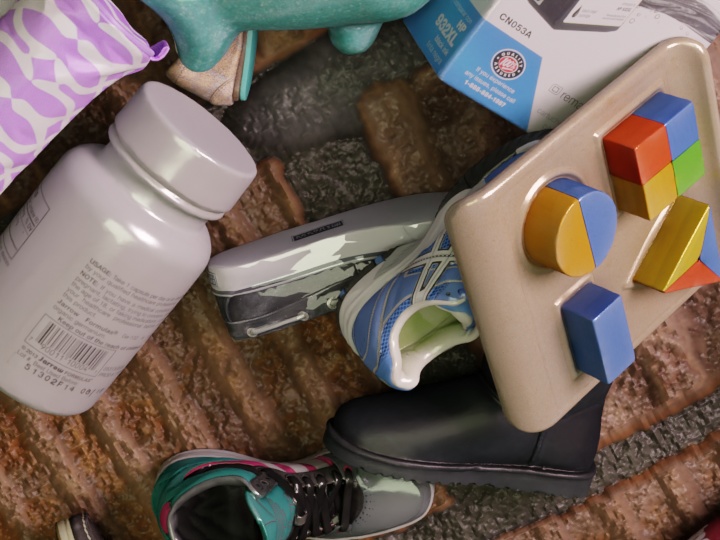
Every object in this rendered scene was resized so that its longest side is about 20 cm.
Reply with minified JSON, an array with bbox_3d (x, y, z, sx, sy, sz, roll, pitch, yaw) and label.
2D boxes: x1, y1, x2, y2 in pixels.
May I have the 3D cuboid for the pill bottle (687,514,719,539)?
[{"bbox_3d":[0.280,0.214,0.969,0.200,0.113,0.113,-41,99,7],"label":"pill bottle"}]

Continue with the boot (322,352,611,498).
[{"bbox_3d":[0.085,0.058,0.953,0.199,0.076,0.169,9,105,-9],"label":"boot"}]

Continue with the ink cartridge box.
[{"bbox_3d":[0.147,-0.181,0.859,0.145,0.084,0.200,26,113,-30],"label":"ink cartridge box"}]

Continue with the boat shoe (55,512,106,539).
[{"bbox_3d":[-0.143,0.247,1.003,0.065,0.073,0.201,-33,104,-5],"label":"boat shoe"}]

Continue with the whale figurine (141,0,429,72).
[{"bbox_3d":[-0.033,-0.184,0.832,0.199,0.104,0.159,-28,126,5],"label":"whale figurine"}]

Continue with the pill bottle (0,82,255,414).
[{"bbox_3d":[-0.162,-0.015,0.904,0.114,0.114,0.200,39,105,-8],"label":"pill bottle"}]

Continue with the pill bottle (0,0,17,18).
[{"bbox_3d":[-0.268,-0.153,0.890,0.116,0.116,0.200,42,99,-8],"label":"pill bottle"}]

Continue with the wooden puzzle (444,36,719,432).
[{"bbox_3d":[0.156,-0.015,0.857,0.200,0.046,0.186,-35,129,-20],"label":"wooden puzzle"}]

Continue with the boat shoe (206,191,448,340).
[{"bbox_3d":[0.000,0.000,0.945,0.199,0.072,0.068,-16,108,0],"label":"boat shoe"}]

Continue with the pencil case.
[{"bbox_3d":[-0.212,-0.090,0.835,0.200,0.084,0.085,-44,113,6],"label":"pencil case"}]

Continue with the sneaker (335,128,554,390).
[{"bbox_3d":[0.074,-0.003,0.878,0.200,0.077,0.076,-45,127,15],"label":"sneaker"}]

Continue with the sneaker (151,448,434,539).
[{"bbox_3d":[-0.047,0.163,0.954,0.198,0.121,0.084,-2,102,0],"label":"sneaker"}]

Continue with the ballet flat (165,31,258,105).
[{"bbox_3d":[-0.087,-0.207,0.905,0.067,0.068,0.201,13,101,0],"label":"ballet flat"}]
